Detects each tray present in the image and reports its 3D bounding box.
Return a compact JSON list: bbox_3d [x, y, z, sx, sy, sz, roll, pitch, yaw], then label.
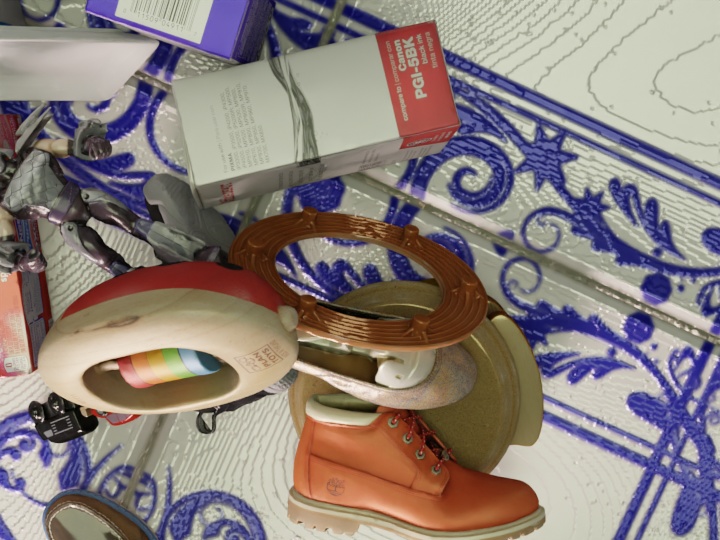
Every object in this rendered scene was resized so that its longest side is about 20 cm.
[{"bbox_3d":[-0.259,-0.156,1.190,0.198,0.107,0.022,-4,74,-34],"label":"tray"}]

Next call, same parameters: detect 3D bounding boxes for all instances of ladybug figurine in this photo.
[{"bbox_3d":[-0.131,0.043,1.113,0.198,0.136,0.073,-11,57,21],"label":"ladybug figurine"}]

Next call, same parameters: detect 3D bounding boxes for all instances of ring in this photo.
[{"bbox_3d":[0.000,0.000,1.198,0.198,0.201,0.019,14,117,-1],"label":"ring"}]

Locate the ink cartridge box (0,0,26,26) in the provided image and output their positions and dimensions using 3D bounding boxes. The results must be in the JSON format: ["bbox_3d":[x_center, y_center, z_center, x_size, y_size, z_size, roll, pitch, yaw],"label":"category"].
[{"bbox_3d":[-0.373,-0.219,1.213,0.198,0.129,0.127,-13,95,1],"label":"ink cartridge box"}]

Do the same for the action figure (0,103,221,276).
[{"bbox_3d":[-0.203,-0.041,1.175,0.199,0.069,0.131,32,91,-8],"label":"action figure"}]

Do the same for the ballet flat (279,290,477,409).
[{"bbox_3d":[-0.005,0.057,1.180,0.198,0.067,0.069,12,73,-7],"label":"ballet flat"}]

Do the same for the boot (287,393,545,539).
[{"bbox_3d":[0.045,0.149,1.215,0.198,0.075,0.108,7,100,7],"label":"boot"}]

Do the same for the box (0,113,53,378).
[{"bbox_3d":[-0.304,-0.018,1.246,0.094,0.100,0.202,-8,96,1],"label":"box"}]

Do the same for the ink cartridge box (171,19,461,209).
[{"bbox_3d":[-0.036,-0.114,1.200,0.198,0.147,0.084,-13,88,-4],"label":"ink cartridge box"}]

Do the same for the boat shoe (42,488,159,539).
[{"bbox_3d":[-0.179,0.257,1.283,0.072,0.072,0.200,-45,94,4],"label":"boat shoe"}]

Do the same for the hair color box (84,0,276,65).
[{"bbox_3d":[-0.126,-0.194,1.177,0.108,0.200,0.065,19,93,-1],"label":"hair color box"}]

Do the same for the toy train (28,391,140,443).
[{"bbox_3d":[-0.187,0.097,1.239,0.199,0.034,0.046,-23,89,39],"label":"toy train"}]

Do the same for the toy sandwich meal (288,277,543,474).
[{"bbox_3d":[0.042,0.091,1.273,0.203,0.070,0.207,2,105,7],"label":"toy sandwich meal"}]

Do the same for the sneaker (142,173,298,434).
[{"bbox_3d":[-0.140,0.030,1.260,0.113,0.075,0.201,-36,78,20],"label":"sneaker"}]
